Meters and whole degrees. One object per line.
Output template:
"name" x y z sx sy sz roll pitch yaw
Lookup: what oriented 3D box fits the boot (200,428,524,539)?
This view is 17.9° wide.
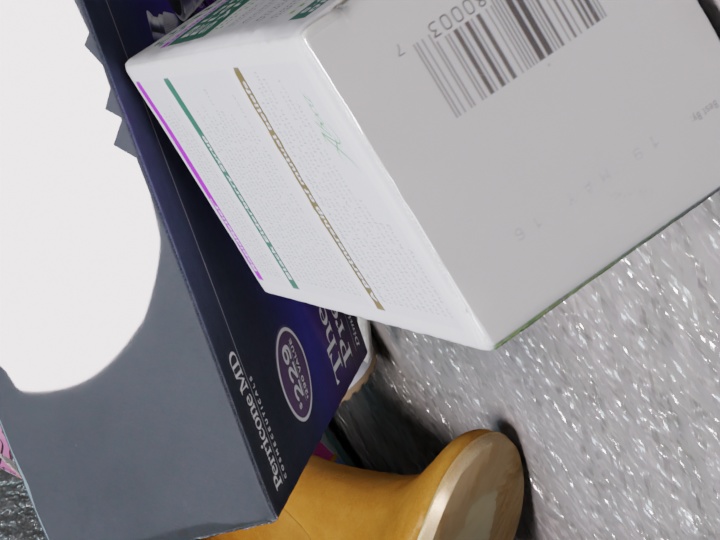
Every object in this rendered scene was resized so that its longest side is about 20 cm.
"boot" -0.016 0.096 0.918 0.144 0.071 0.201 41 143 23

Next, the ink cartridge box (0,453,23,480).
"ink cartridge box" -0.073 0.175 0.967 0.200 0.050 0.162 40 179 33

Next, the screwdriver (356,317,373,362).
"screwdriver" 0.000 0.000 0.825 0.200 0.028 0.029 85 177 -62

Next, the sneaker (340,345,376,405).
"sneaker" -0.075 -0.012 0.993 0.200 0.070 0.109 25 152 56

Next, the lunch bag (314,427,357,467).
"lunch bag" -0.053 0.110 1.228 0.200 0.077 0.160 58 169 -10

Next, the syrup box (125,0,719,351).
"syrup box" 0.010 -0.042 0.552 0.081 0.079 0.200 58 168 -12

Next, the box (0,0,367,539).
"box" -0.075 -0.031 0.705 0.141 0.079 0.200 -55 -52 -66

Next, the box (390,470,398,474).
"box" 0.041 0.196 1.045 0.200 0.095 0.078 45 163 39

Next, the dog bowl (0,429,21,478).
"dog bowl" -0.154 -0.004 1.038 0.200 0.074 0.200 -169 90 -85
